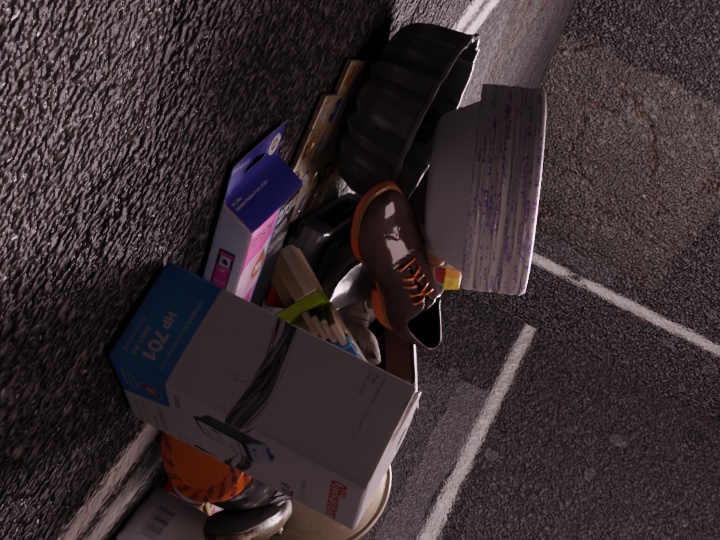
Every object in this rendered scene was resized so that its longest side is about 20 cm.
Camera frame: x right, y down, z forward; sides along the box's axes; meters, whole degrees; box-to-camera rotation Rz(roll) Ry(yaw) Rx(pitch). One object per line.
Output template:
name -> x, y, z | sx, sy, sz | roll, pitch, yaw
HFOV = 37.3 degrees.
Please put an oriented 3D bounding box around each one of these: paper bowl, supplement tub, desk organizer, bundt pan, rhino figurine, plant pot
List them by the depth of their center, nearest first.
supplement tub -> -0.088, 0.159, 1.011 | 0.200, 0.122, 0.123 | 7, 111, -59
paper bowl -> 0.120, -0.080, 1.038 | 0.201, 0.104, 0.202 | 6, 90, -82
bundt pan -> 0.040, -0.154, 1.049 | 0.202, 0.076, 0.202 | -61, 171, -16
rhino figurine -> 0.010, 0.033, 1.215 | 0.060, 0.087, 0.201 | 80, 24, -60
desk organizer -> 0.026, 0.061, 1.271 | 0.072, 0.077, 0.201 | 80, 8, -57
plant pot -> -0.066, 0.227, 1.325 | 0.201, 0.200, 0.184 | -59, 160, -25

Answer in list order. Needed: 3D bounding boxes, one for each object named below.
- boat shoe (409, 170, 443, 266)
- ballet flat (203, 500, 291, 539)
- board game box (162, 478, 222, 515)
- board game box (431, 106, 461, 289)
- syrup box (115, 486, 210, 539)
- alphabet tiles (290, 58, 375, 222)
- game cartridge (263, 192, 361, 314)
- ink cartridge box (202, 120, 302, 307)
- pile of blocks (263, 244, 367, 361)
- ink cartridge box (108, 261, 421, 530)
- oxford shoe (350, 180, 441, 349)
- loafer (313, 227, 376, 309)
boat shoe -> 0.058, -0.084, 1.207 | 0.200, 0.072, 0.068 | -102, -173, -48
ballet flat -> -0.102, 0.244, 1.011 | 0.200, 0.067, 0.047 | 35, 54, -84
board game box -> -0.145, 0.195, 1.154 | 0.200, 0.046, 0.152 | -59, 170, -25
board game box -> 0.100, -0.088, 1.234 | 0.096, 0.030, 0.201 | -131, -135, -59
syrup box -> -0.205, 0.318, 1.049 | 0.079, 0.081, 0.200 | -52, 167, -54
alphabet tiles -> -0.028, -0.124, 1.021 | 0.167, 0.006, 0.200 | -64, 172, 15
game cartridge -> -0.049, -0.007, 1.138 | 0.134, 0.040, 0.200 | -60, 174, 20
ink cartridge box -> -0.093, -0.016, 0.867 | 0.095, 0.037, 0.200 | -53, 165, -53
pile of blocks -> -0.039, 0.071, 0.970 | 0.062, 0.200, 0.082 | -30, -162, 3
ink cartridge box -> -0.069, 0.096, 0.779 | 0.086, 0.200, 0.147 | -59, 171, -24
oxford shoe -> 0.045, -0.002, 1.008 | 0.071, 0.073, 0.200 | -36, 141, -15
loafer -> 0.000, 0.000, 1.083 | 0.200, 0.072, 0.073 | -50, 169, -52
